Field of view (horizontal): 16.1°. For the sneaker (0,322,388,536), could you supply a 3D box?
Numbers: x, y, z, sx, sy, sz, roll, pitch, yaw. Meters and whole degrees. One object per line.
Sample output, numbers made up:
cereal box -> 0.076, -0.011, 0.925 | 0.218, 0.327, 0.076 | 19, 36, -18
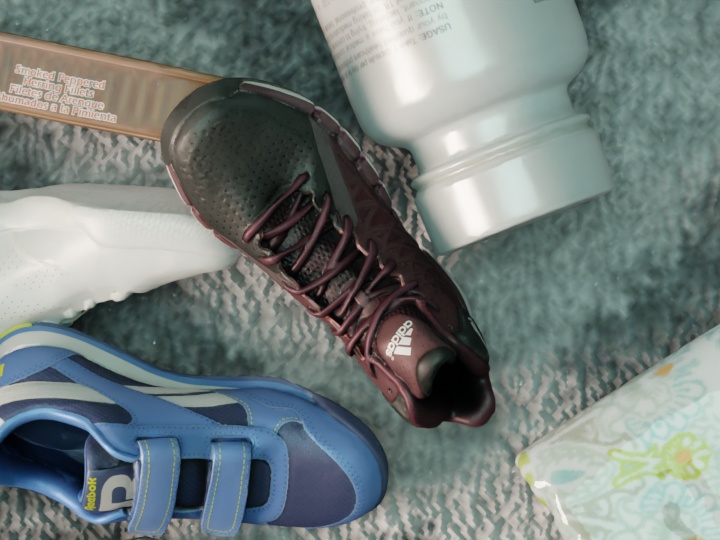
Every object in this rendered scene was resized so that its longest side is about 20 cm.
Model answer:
sneaker -> -0.087, 0.088, 1.178 | 0.199, 0.082, 0.074 | 12, 122, 4

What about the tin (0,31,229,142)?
tin -> -0.127, -0.085, 1.195 | 0.199, 0.112, 0.042 | 12, 96, 7

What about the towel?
towel -> 0.194, 0.125, 1.176 | 0.171, 0.048, 0.200 | -32, 83, 2

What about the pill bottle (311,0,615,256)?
pill bottle -> 0.041, -0.115, 1.175 | 0.114, 0.114, 0.200 | -21, 89, 4

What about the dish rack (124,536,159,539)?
dish rack -> -0.133, 0.236, 1.198 | 0.153, 0.055, 0.201 | -15, 84, 5

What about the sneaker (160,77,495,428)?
sneaker -> 0.000, 0.000, 1.128 | 0.076, 0.116, 0.200 | -45, 122, 6

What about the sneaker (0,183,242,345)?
sneaker -> -0.149, 0.005, 1.218 | 0.199, 0.075, 0.089 | -1, 98, 12
